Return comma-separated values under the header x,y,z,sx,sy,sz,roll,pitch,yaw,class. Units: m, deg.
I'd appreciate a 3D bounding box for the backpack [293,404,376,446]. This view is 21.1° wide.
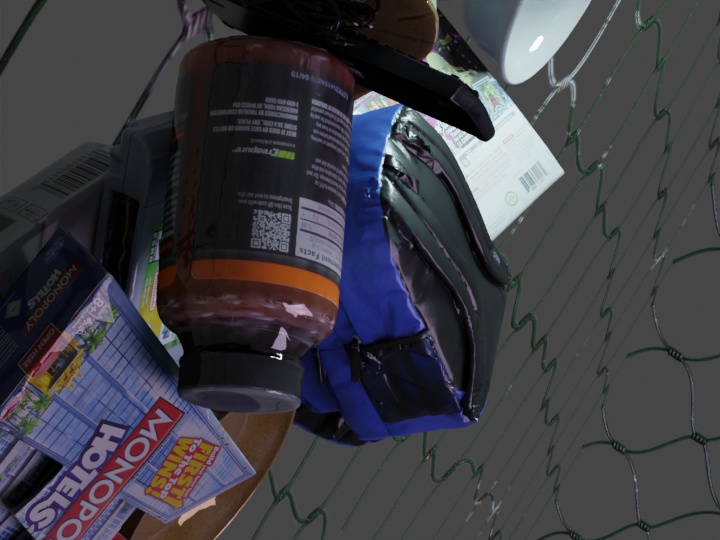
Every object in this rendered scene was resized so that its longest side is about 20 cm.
x,y,z,sx,sy,sz,roll,pitch,yaw,class
0.002,0.035,1.591,0.201,0.161,0.168,-61,-173,7,backpack

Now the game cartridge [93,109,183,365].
x,y,z,sx,sy,sz,roll,pitch,yaw,class
-0.117,-0.003,1.204,0.133,0.040,0.202,-29,136,-59,game cartridge

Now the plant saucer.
x,y,z,sx,sy,sz,roll,pitch,yaw,class
-0.126,0.157,1.469,0.200,0.035,0.201,-47,162,-21,plant saucer

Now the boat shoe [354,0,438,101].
x,y,z,sx,sy,sz,roll,pitch,yaw,class
-0.033,-0.133,1.274,0.199,0.074,0.063,-25,-154,20,boat shoe

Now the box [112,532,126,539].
x,y,z,sx,sy,sz,roll,pitch,yaw,class
-0.224,0.215,1.299,0.095,0.102,0.200,-47,176,-26,box

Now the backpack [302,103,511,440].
x,y,z,sx,sy,sz,roll,pitch,yaw,class
0.000,0.000,1.320,0.163,0.166,0.201,-81,155,-48,backpack

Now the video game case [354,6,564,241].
x,y,z,sx,sy,sz,roll,pitch,yaw,class
0.051,-0.097,1.504,0.036,0.182,0.200,-35,-175,45,video game case

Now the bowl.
x,y,z,sx,sy,sz,roll,pitch,yaw,class
0.138,-0.263,1.608,0.202,0.090,0.202,-51,162,-24,bowl

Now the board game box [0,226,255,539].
x,y,z,sx,sy,sz,roll,pitch,yaw,class
-0.162,0.108,1.130,0.201,0.062,0.200,-51,137,0,board game box

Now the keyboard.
x,y,z,sx,sy,sz,roll,pitch,yaw,class
-0.010,-0.141,1.125,0.040,0.199,0.104,-62,159,-6,keyboard

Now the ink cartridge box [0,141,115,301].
x,y,z,sx,sy,sz,roll,pitch,yaw,class
-0.195,0.043,1.175,0.162,0.057,0.202,-40,138,-44,ink cartridge box

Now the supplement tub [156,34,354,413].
x,y,z,sx,sy,sz,roll,pitch,yaw,class
-0.061,-0.024,1.100,0.107,0.106,0.202,59,35,-72,supplement tub
